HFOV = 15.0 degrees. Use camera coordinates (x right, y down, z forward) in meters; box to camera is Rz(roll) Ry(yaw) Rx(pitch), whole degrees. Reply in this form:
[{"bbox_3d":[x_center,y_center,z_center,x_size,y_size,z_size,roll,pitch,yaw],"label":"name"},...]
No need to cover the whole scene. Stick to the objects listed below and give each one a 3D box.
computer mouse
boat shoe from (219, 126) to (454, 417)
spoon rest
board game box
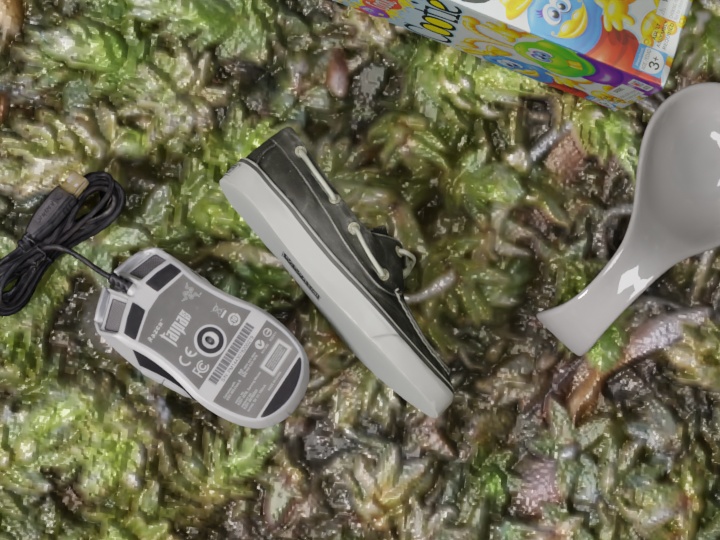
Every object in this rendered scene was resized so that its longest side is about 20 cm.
[{"bbox_3d":[-0.123,0.030,1.663,0.200,0.044,0.110,35,73,-2],"label":"computer mouse"},{"bbox_3d":[0.000,0.000,1.678,0.064,0.071,0.200,-40,92,-12],"label":"boat shoe"},{"bbox_3d":[0.195,-0.033,1.731,0.099,0.061,0.200,41,78,-6],"label":"spoon rest"},{"bbox_3d":[0.099,-0.187,1.701,0.200,0.105,0.103,21,81,-10],"label":"board game box"}]
